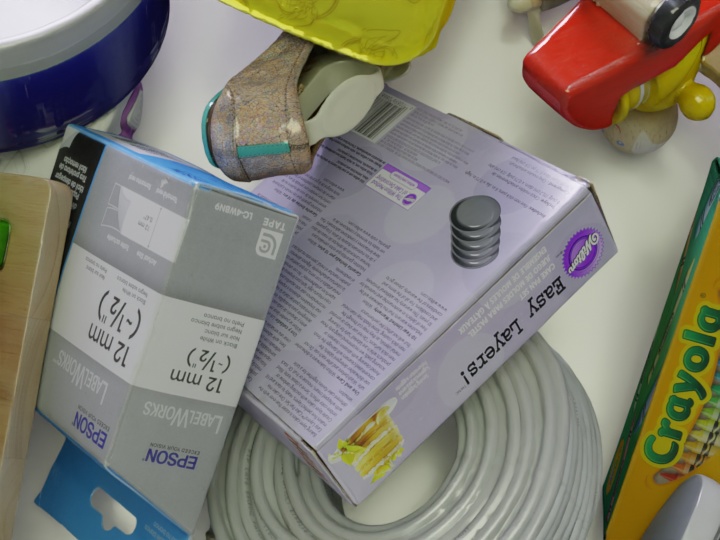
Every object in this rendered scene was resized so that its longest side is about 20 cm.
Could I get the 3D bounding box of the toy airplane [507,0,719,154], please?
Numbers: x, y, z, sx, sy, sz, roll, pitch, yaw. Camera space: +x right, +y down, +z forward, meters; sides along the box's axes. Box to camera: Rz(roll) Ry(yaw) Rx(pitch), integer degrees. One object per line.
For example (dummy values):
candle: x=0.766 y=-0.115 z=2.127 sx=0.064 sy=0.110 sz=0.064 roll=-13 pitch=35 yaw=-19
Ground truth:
toy airplane: x=0.174 y=-0.128 z=0.870 sx=0.197 sy=0.142 sz=0.201 roll=11 pitch=42 yaw=-9

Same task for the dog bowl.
dog bowl: x=-0.200 y=-0.161 z=0.849 sx=0.197 sy=0.079 sz=0.202 roll=1 pitch=54 yaw=-1

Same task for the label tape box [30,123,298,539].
label tape box: x=-0.120 y=0.043 z=0.786 sx=0.066 sy=0.143 sz=0.202 roll=18 pitch=94 yaw=-38

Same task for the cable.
cable: x=0.020 y=0.099 z=0.805 sx=0.199 sy=0.069 sz=0.201 roll=20 pitch=68 yaw=35

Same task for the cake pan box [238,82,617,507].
cake pan box: x=0.000 y=0.000 z=0.812 sx=0.184 sy=0.053 sz=0.199 roll=-42 pitch=39 yaw=-14

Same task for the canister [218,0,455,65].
canister: x=0.004 y=-0.208 z=0.846 sx=0.147 sy=0.087 sz=0.201 roll=23 pitch=42 yaw=5

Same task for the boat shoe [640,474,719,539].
boat shoe: x=0.148 y=0.202 z=0.781 sx=0.066 sy=0.070 sz=0.202 roll=24 pitch=83 yaw=-3

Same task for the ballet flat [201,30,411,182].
ballet flat: x=-0.012 y=-0.106 z=0.841 sx=0.067 sy=0.069 sz=0.201 roll=0 pitch=37 yaw=26

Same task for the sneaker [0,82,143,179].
sneaker: x=-0.197 y=-0.040 z=0.864 sx=0.099 sy=0.075 sz=0.201 roll=37 pitch=81 yaw=6

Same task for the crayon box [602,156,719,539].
crayon box: x=0.206 y=0.057 z=0.810 sx=0.117 sy=0.058 sz=0.202 roll=15 pitch=113 yaw=3

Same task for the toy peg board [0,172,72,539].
toy peg board: x=-0.262 y=0.038 z=0.784 sx=0.198 sy=0.098 sz=0.202 roll=8 pitch=87 yaw=31
